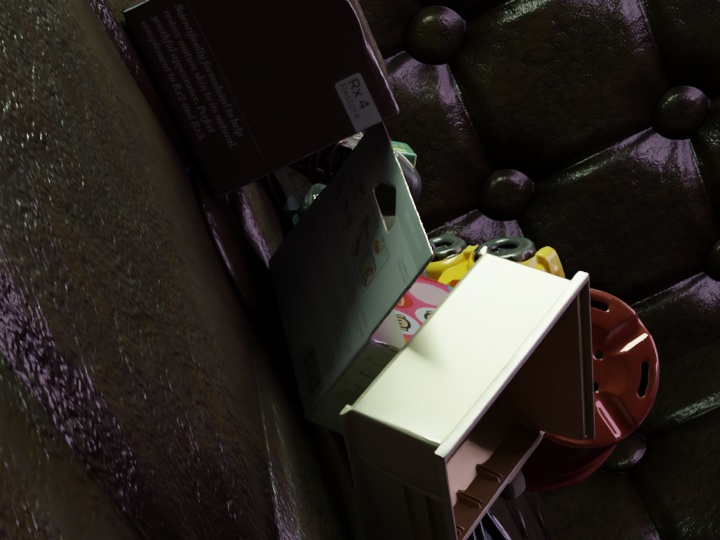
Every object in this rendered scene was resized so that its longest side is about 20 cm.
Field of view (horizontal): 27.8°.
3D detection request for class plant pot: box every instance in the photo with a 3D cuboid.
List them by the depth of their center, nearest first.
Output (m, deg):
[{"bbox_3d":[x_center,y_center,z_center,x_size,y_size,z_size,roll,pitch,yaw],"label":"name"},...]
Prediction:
[{"bbox_3d":[0.190,0.107,1.407,0.195,0.199,0.202,120,-54,-77],"label":"plant pot"}]

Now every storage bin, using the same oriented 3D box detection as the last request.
[{"bbox_3d":[0.089,0.123,1.102,0.093,0.200,0.200,19,-40,30],"label":"storage bin"}]

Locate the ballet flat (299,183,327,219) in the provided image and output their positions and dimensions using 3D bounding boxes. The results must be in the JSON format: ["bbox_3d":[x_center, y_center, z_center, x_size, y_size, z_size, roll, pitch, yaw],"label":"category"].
[{"bbox_3d":[0.000,0.000,1.410,0.057,0.066,0.201,-85,155,-50],"label":"ballet flat"}]

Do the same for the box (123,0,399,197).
[{"bbox_3d":[-0.077,-0.185,1.200,0.200,0.163,0.167,-94,159,-74],"label":"box"}]

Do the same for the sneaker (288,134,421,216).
[{"bbox_3d":[-0.042,-0.107,1.427,0.199,0.076,0.115,26,13,12],"label":"sneaker"}]

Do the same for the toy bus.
[{"bbox_3d":[0.106,0.057,1.607,0.192,0.199,0.137,-37,122,-48],"label":"toy bus"}]

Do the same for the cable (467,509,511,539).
[{"bbox_3d":[0.082,0.200,1.340,0.201,0.050,0.097,53,44,-5],"label":"cable"}]

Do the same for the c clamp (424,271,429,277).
[{"bbox_3d":[0.031,0.051,1.548,0.171,0.027,0.201,-51,-124,50],"label":"c clamp"}]

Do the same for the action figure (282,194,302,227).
[{"bbox_3d":[-0.015,0.023,1.494,0.118,0.054,0.201,-101,168,-62],"label":"action figure"}]

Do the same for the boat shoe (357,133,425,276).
[{"bbox_3d":[0.016,-0.062,1.510,0.201,0.072,0.063,64,4,15],"label":"boat shoe"}]

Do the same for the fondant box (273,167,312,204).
[{"bbox_3d":[-0.064,-0.121,1.608,0.145,0.058,0.201,-105,168,-59],"label":"fondant box"}]

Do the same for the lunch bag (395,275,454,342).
[{"bbox_3d":[0.028,0.063,1.296,0.175,0.082,0.200,17,23,-12],"label":"lunch bag"}]

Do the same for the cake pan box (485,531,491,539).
[{"bbox_3d":[0.102,0.248,1.638,0.200,0.052,0.185,-93,160,-75],"label":"cake pan box"}]

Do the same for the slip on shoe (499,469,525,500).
[{"bbox_3d":[0.073,0.152,1.398,0.200,0.060,0.076,47,-22,16],"label":"slip on shoe"}]

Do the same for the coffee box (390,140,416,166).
[{"bbox_3d":[0.026,-0.043,1.658,0.123,0.044,0.202,-107,-156,-81],"label":"coffee box"}]

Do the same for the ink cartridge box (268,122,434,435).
[{"bbox_3d":[0.001,-0.001,1.153,0.043,0.174,0.201,24,29,-29],"label":"ink cartridge box"}]
